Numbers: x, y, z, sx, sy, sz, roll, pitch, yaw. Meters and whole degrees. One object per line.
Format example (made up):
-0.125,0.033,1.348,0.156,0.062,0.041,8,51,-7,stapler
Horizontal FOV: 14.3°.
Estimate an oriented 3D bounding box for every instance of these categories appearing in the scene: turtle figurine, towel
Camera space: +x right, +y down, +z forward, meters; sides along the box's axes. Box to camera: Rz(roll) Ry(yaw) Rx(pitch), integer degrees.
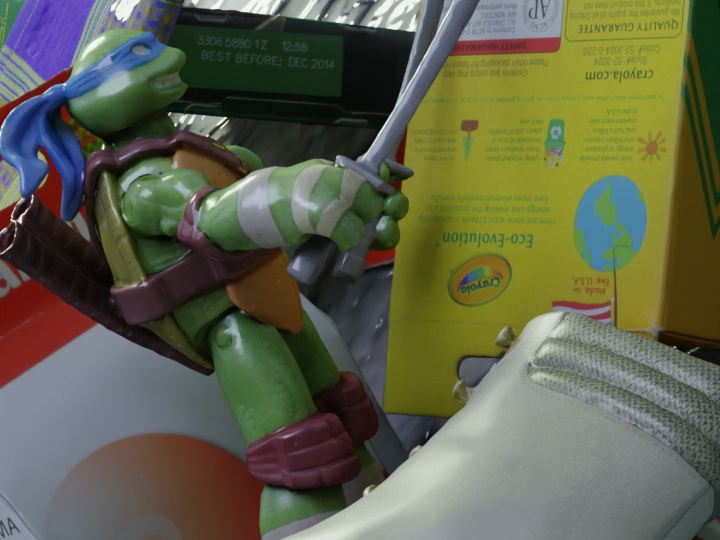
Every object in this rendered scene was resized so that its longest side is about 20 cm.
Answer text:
0.000,0.000,0.915,0.200,0.194,0.144,-21,9,-23,turtle figurine
-0.115,-0.079,1.115,0.200,0.023,0.144,-63,26,13,towel

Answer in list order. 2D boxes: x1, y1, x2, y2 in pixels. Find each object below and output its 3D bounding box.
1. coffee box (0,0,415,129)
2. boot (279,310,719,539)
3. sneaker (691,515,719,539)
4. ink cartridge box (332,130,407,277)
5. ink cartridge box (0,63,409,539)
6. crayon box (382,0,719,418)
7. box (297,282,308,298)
-0.073,-0.089,1.206,0.200,0.123,0.044,-165,80,-65,coffee box
0.008,0.080,0.806,0.200,0.072,0.155,1,42,46,boot
0.095,0.079,0.892,0.077,0.073,0.200,-25,18,-23,sneaker
0.065,-0.101,1.135,0.173,0.044,0.200,-12,47,45,ink cartridge box
-0.077,0.036,0.969,0.050,0.200,0.162,-18,12,45,ink cartridge box
0.075,-0.045,0.987,0.127,0.051,0.201,3,85,44,crayon box
-0.123,0.084,1.121,0.200,0.105,0.184,-35,33,25,box
